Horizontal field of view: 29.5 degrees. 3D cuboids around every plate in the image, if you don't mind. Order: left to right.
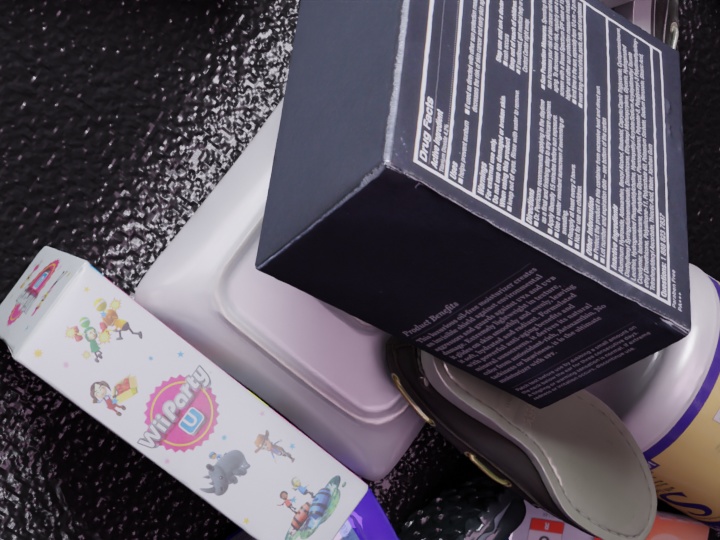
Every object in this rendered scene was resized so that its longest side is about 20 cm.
[{"bbox_3d":[0.000,0.000,0.821,0.200,0.032,0.200,39,88,-17],"label":"plate"}]

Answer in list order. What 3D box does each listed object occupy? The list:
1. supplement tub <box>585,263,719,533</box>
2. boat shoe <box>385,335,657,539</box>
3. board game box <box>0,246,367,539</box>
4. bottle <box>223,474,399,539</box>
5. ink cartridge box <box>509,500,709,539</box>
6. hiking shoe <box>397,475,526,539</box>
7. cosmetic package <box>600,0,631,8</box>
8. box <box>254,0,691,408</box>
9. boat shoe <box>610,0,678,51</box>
[{"bbox_3d":[0.245,0.096,0.921,0.199,0.145,0.146,30,81,-20],"label":"supplement tub"},{"bbox_3d":[0.099,0.096,0.821,0.201,0.060,0.072,43,60,-21],"label":"boat shoe"},{"bbox_3d":[-0.107,0.074,0.773,0.200,0.147,0.064,39,80,-19],"label":"board game box"},{"bbox_3d":[-0.069,0.206,0.838,0.200,0.065,0.084,-34,108,-18],"label":"bottle"},{"bbox_3d":[0.147,0.256,0.939,0.161,0.050,0.201,12,85,-22],"label":"ink cartridge box"},{"bbox_3d":[0.048,0.224,0.889,0.087,0.074,0.200,39,89,-21],"label":"hiking shoe"},{"bbox_3d":[0.144,-0.271,0.874,0.050,0.082,0.201,-4,83,-41],"label":"cosmetic package"},{"bbox_3d":[0.064,-0.065,0.738,0.198,0.123,0.201,28,50,-26],"label":"box"},{"bbox_3d":[0.185,-0.142,0.924,0.063,0.071,0.201,-2,101,-36],"label":"boat shoe"}]
